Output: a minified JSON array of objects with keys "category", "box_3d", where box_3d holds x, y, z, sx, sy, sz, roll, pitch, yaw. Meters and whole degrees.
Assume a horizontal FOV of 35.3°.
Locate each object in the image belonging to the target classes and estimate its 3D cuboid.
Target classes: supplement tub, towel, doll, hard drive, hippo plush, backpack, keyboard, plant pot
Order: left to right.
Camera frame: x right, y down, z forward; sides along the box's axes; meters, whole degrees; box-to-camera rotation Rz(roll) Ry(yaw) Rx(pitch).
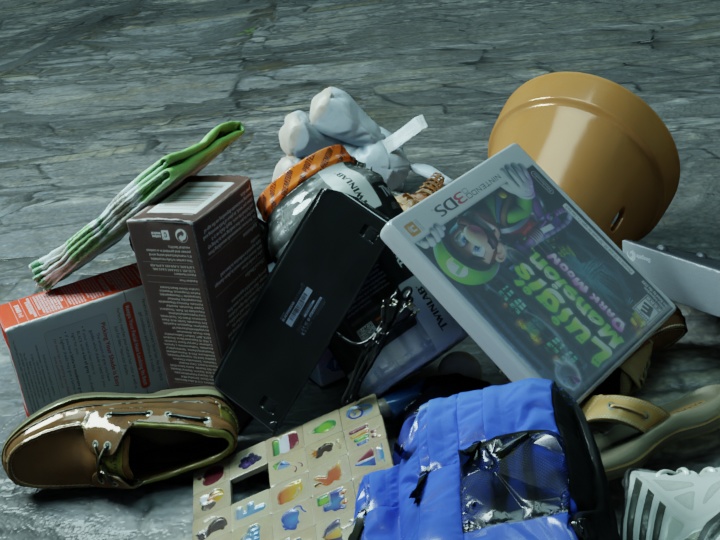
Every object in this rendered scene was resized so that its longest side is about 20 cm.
[{"category":"towel","box_3d":[-0.206,-0.065,1.042,0.199,0.031,0.149,-36,7,29]},{"category":"keyboard","box_3d":[-0.028,0.044,0.923,0.126,0.202,0.021,34,10,18]},{"category":"hippo plush","box_3d":[-0.007,-0.148,1.359,0.198,0.161,0.161,-24,12,12]},{"category":"supplement tub","box_3d":[0.000,0.000,0.988,0.122,0.201,0.123,-33,-7,-5]},{"category":"doll","box_3d":[0.065,0.124,0.914,0.134,0.049,0.201,0,28,15]},{"category":"backpack","box_3d":[0.079,0.163,0.700,0.165,0.165,0.201,-7,26,11]},{"category":"plant pot","box_3d":[0.204,-0.075,1.135,0.198,0.202,0.141,9,47,32]},{"category":"hard drive","box_3d":[0.337,0.020,0.992,0.134,0.043,0.199,7,11,-40]}]

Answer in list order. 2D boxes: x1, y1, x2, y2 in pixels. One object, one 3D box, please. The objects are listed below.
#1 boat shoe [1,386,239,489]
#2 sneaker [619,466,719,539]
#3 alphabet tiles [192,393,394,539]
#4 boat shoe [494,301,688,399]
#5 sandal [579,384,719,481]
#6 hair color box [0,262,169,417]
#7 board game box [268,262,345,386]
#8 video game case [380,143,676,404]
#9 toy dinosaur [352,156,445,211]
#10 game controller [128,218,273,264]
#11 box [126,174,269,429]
[{"category":"boat shoe","box_3d":[-0.198,0.141,0.926,0.197,0.073,0.068,-14,22,-6]},{"category":"sneaker","box_3d":[0.251,0.144,0.783,0.199,0.077,0.115,-31,35,-34]},{"category":"alphabet tiles","box_3d":[-0.050,0.177,0.840,0.165,0.008,0.201,-24,26,3]},{"category":"boat shoe","box_3d":[0.202,0.078,0.950,0.198,0.076,0.074,-12,59,-32]},{"category":"sandal","box_3d":[0.201,0.114,0.858,0.198,0.055,0.080,-18,3,-23]},{"category":"hair color box","box_3d":[-0.226,0.062,1.058,0.197,0.112,0.064,-18,26,-20]},{"category":"board game box","box_3d":[-0.009,0.026,1.142,0.198,0.042,0.199,-22,29,-26]},{"category":"video game case","box_3d":[0.139,0.002,0.911,0.200,0.023,0.181,48,50,12]},{"category":"toy dinosaur","box_3d":[0.019,-0.050,1.170,0.135,0.104,0.199,28,22,29]},{"category":"game controller","box_3d":[-0.149,-0.027,1.158,0.104,0.200,0.042,-35,67,11]},{"category":"box","box_3d":[-0.129,0.027,0.994,0.074,0.203,0.100,2,26,27]}]
